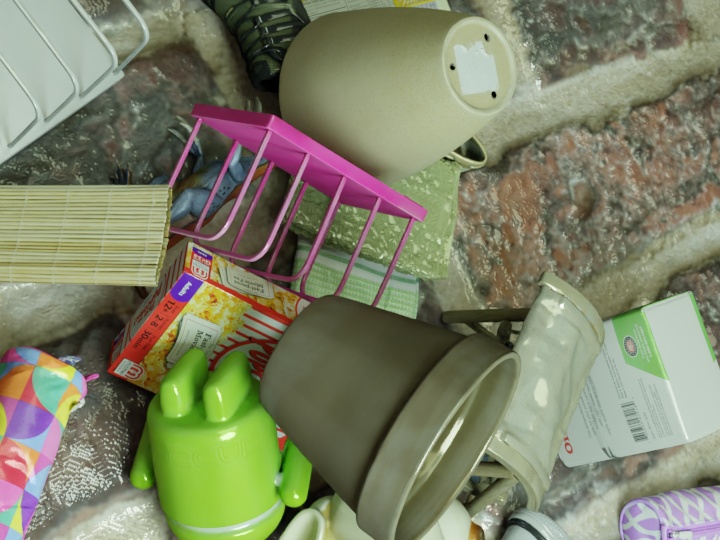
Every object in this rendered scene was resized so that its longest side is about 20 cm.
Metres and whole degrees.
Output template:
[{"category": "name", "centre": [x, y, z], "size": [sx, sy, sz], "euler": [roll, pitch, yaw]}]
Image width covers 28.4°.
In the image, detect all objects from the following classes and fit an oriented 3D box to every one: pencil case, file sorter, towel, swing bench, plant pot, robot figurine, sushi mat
[{"category": "pencil case", "centre": [0.387, 0.287, 1.611], "size": [0.199, 0.085, 0.084], "euler": [-3, 77, -31]}, {"category": "file sorter", "centre": [-0.070, -0.051, 1.329], "size": [0.200, 0.139, 0.126], "euler": [29, 82, -36]}, {"category": "pencil case", "centre": [-0.306, 0.163, 1.251], "size": [0.088, 0.088, 0.201], "euler": [29, 66, -20]}, {"category": "towel", "centre": [0.014, -0.077, 1.498], "size": [0.199, 0.036, 0.149], "euler": [19, 66, -21]}, {"category": "swing bench", "centre": [0.148, 0.134, 1.447], "size": [0.130, 0.200, 0.199], "euler": [36, 62, -17]}, {"category": "plant pot", "centre": [0.015, 0.113, 1.226], "size": [0.173, 0.200, 0.200], "euler": [32, 57, 20]}, {"category": "robot figurine", "centre": [-0.131, 0.173, 1.303], "size": [0.116, 0.175, 0.201], "euler": [-58, 146, -59]}, {"category": "towel", "centre": [0.000, 0.000, 1.499], "size": [0.149, 0.031, 0.201], "euler": [17, 69, -26]}, {"category": "sushi mat", "centre": [-0.270, -0.033, 1.293], "size": [0.199, 0.012, 0.096], "euler": [1, 70, 12]}, {"category": "plant pot", "centre": [0.052, -0.180, 1.390], "size": [0.187, 0.200, 0.188], "euler": [3, 84, -36]}, {"category": "file sorter", "centre": [-0.315, -0.203, 1.319], "size": [0.200, 0.124, 0.139], "euler": [-42, 99, -32]}]

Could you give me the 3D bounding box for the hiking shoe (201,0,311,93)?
[{"category": "hiking shoe", "centre": [-0.093, -0.237, 1.462], "size": [0.200, 0.076, 0.101], "euler": [37, 42, -4]}]

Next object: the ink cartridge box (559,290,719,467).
[{"category": "ink cartridge box", "centre": [0.285, 0.120, 1.531], "size": [0.084, 0.200, 0.146], "euler": [-17, 85, -34]}]

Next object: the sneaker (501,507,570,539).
[{"category": "sneaker", "centre": [0.208, 0.356, 1.499], "size": [0.200, 0.075, 0.115], "euler": [46, 60, -6]}]

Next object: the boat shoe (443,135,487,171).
[{"category": "boat shoe", "centre": [0.056, -0.178, 1.545], "size": [0.201, 0.063, 0.073], "euler": [44, 70, -22]}]

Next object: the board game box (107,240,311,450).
[{"category": "board game box", "centre": [-0.114, 0.076, 1.342], "size": [0.200, 0.152, 0.046], "euler": [27, 36, -21]}]

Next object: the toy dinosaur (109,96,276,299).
[{"category": "toy dinosaur", "centre": [-0.155, -0.087, 1.430], "size": [0.181, 0.105, 0.201], "euler": [-6, 114, -40]}]

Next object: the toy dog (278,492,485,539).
[{"category": "toy dog", "centre": [0.032, 0.257, 1.381], "size": [0.200, 0.139, 0.195], "euler": [21, 85, -58]}]

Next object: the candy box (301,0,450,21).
[{"category": "candy box", "centre": [0.019, -0.271, 1.585], "size": [0.200, 0.026, 0.103], "euler": [-20, 88, -32]}]
